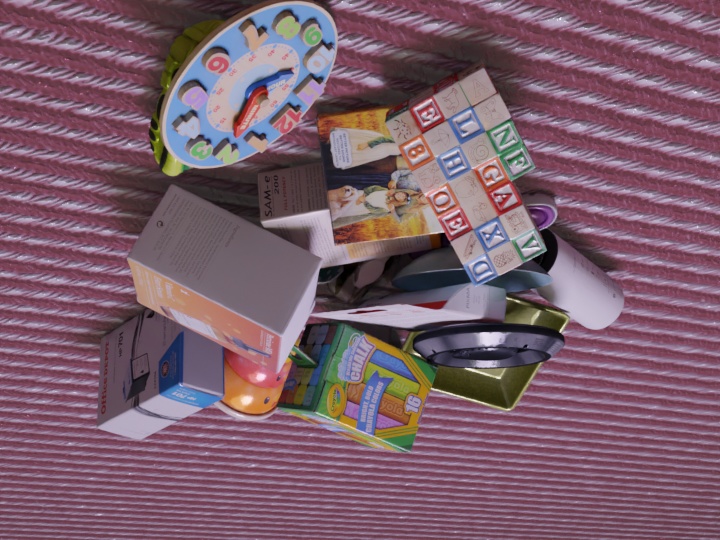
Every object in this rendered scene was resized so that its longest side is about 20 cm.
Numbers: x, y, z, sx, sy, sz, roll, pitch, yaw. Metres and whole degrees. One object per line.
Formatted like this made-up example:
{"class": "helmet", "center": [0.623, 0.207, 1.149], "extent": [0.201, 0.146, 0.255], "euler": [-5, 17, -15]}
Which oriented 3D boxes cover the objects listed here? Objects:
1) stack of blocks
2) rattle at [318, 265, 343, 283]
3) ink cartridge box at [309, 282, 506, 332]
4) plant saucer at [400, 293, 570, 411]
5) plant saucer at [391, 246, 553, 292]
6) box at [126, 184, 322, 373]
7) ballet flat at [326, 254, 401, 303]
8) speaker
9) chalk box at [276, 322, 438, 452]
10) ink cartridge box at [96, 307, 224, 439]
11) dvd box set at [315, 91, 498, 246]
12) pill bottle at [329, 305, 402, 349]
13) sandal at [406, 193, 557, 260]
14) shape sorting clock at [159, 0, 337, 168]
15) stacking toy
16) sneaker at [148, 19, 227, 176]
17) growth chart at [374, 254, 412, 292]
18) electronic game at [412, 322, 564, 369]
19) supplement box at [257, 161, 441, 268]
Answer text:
{"class": "stack of blocks", "center": [0.122, -0.100, 1.073], "extent": [0.114, 0.059, 0.201], "euler": [-27, 105, 12]}
{"class": "rattle", "center": [-0.100, 0.022, 1.383], "extent": [0.200, 0.131, 0.143], "euler": [-39, 155, 5]}
{"class": "ink cartridge box", "center": [0.060, 0.040, 1.282], "extent": [0.160, 0.051, 0.199], "euler": [-9, 164, 43]}
{"class": "plant saucer", "center": [0.164, 0.095, 1.461], "extent": [0.198, 0.048, 0.201], "euler": [17, 126, -11]}
{"class": "plant saucer", "center": [0.137, -0.002, 1.275], "extent": [0.199, 0.039, 0.201], "euler": [0, 170, 0]}
{"class": "box", "center": [-0.158, 0.014, 1.220], "extent": [0.199, 0.107, 0.153], "euler": [26, 157, 5]}
{"class": "ballet flat", "center": [0.000, 0.000, 1.348], "extent": [0.069, 0.072, 0.200], "euler": [29, 141, -12]}
{"class": "speaker", "center": [0.282, 0.012, 1.405], "extent": [0.081, 0.082, 0.199], "euler": [-24, 146, 31]}
{"class": "chalk box", "center": [-0.023, 0.146, 1.356], "extent": [0.199, 0.125, 0.125], "euler": [25, 166, -22]}
{"class": "ink cartridge box", "center": [-0.286, 0.137, 1.472], "extent": [0.199, 0.148, 0.086], "euler": [-28, 145, 35]}
{"class": "dvd box set", "center": [0.059, -0.110, 1.122], "extent": [0.198, 0.029, 0.148], "euler": [-6, 107, 4]}
{"class": "pill bottle", "center": [0.013, 0.140, 1.555], "extent": [0.113, 0.115, 0.200], "euler": [-9, 150, 7]}
{"class": "sandal", "center": [0.151, -0.047, 1.304], "extent": [0.201, 0.050, 0.083], "euler": [-19, 140, 15]}
{"class": "shape sorting clock", "center": [-0.101, -0.172, 0.976], "extent": [0.199, 0.039, 0.200], "euler": [-37, 162, -14]}
{"class": "stacking toy", "center": [-0.137, 0.107, 1.491], "extent": [0.145, 0.147, 0.200], "euler": [16, 129, -32]}
{"class": "sneaker", "center": [-0.155, -0.178, 1.039], "extent": [0.083, 0.074, 0.200], "euler": [-19, 158, -38]}
{"class": "growth chart", "center": [0.112, 0.001, 1.425], "extent": [0.198, 0.018, 0.145], "euler": [6, 149, -18]}
{"class": "electronic game", "center": [0.167, 0.096, 1.350], "extent": [0.198, 0.042, 0.200], "euler": [1, 165, 0]}
{"class": "supplement box", "center": [-0.011, -0.071, 1.223], "extent": [0.198, 0.074, 0.126], "euler": [-9, 150, 5]}
